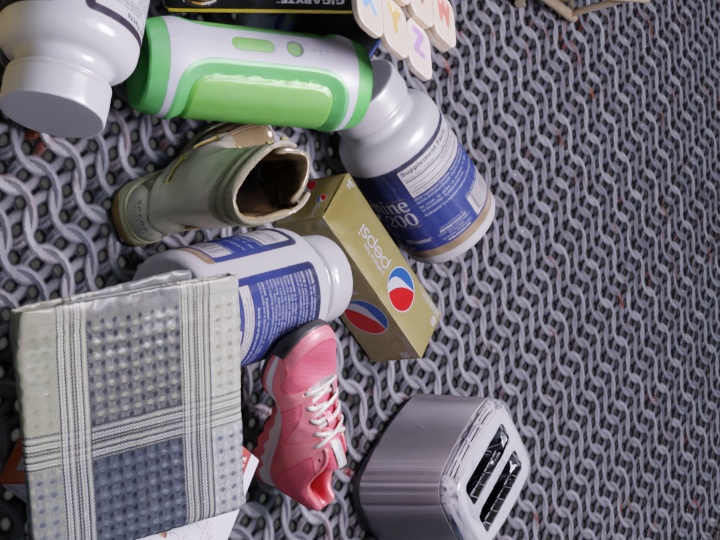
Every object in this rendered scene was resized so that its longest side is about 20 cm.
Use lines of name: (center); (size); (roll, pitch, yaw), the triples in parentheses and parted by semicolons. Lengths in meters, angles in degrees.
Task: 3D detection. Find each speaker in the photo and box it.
speaker: (-0.092, -0.164, 1.109); (0.197, 0.088, 0.090); (2, 82, -27)

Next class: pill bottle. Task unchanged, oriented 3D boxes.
pill bottle: (-0.097, 0.024, 1.148); (0.199, 0.110, 0.113); (-15, 96, -52)
pill bottle: (0.047, -0.112, 1.346); (0.201, 0.110, 0.112); (53, 47, -33)
pill bottle: (-0.221, -0.212, 1.026); (0.111, 0.110, 0.203); (28, 63, -46)

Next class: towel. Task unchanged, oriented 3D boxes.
towel: (-0.170, 0.105, 0.985); (0.191, 0.034, 0.203); (-10, 107, -37)

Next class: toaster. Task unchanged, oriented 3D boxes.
toaster: (0.083, 0.210, 1.338); (0.200, 0.128, 0.115); (-50, 122, -44)

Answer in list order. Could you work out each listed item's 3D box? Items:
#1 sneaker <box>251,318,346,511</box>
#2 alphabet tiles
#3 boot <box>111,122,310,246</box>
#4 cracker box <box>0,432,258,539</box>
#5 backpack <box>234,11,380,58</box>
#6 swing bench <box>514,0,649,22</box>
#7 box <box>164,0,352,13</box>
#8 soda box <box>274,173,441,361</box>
sneaker: (-0.038, 0.129, 1.154); (0.073, 0.087, 0.202); (-28, 142, -37)
alphabet tiles: (0.025, -0.266, 1.095); (0.199, 0.014, 0.198); (30, 50, -51)
boot: (-0.098, -0.084, 1.128); (0.200, 0.153, 0.073); (-39, 115, -47)
cracker box: (-0.180, 0.161, 1.062); (0.200, 0.057, 0.135); (48, 50, -38)
backpack: (-0.031, -0.286, 1.223); (0.145, 0.183, 0.202); (20, 56, -11)
swing bench: (0.260, -0.441, 1.681); (0.199, 0.129, 0.202); (1, 84, -47)
box: (-0.079, -0.306, 1.109); (0.050, 0.157, 0.202); (89, 3, -58)
soda box: (0.000, 0.000, 1.313); (0.201, 0.067, 0.064); (55, 46, -31)
